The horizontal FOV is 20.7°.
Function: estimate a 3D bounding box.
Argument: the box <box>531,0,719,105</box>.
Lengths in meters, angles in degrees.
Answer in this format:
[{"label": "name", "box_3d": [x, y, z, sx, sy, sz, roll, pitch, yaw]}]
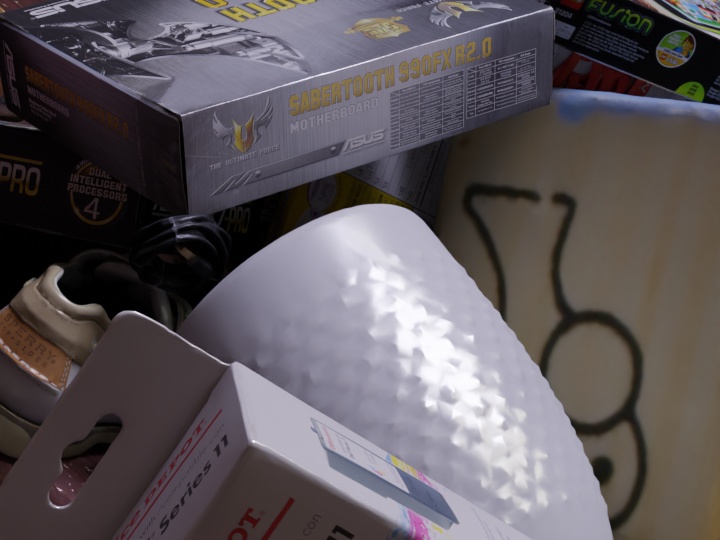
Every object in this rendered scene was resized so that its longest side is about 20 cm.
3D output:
[{"label": "box", "box_3d": [0.147, -0.125, 0.969, 0.198, 0.035, 0.110, 17, 28, -31]}]

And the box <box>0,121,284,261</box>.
[{"label": "box", "box_3d": [-0.127, -0.040, 0.967, 0.160, 0.050, 0.200, 10, 2, 23]}]

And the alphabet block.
[{"label": "alphabet block", "box_3d": [0.153, 0.030, 0.960, 0.194, 0.202, 0.195, 11, 0, 40]}]

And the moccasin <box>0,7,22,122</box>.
[{"label": "moccasin", "box_3d": [-0.238, -0.134, 1.056, 0.200, 0.074, 0.078, 22, -7, 27]}]

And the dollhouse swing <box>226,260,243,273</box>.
[{"label": "dollhouse swing", "box_3d": [0.036, 0.029, 1.147, 0.181, 0.177, 0.199, -32, 32, -32]}]

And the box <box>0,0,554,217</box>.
[{"label": "box", "box_3d": [-0.038, -0.094, 0.875, 0.199, 0.049, 0.158, -19, 31, -31]}]

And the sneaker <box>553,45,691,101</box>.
[{"label": "sneaker", "box_3d": [0.099, -0.111, 1.009, 0.200, 0.067, 0.108, 31, 26, -10]}]

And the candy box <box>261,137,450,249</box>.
[{"label": "candy box", "box_3d": [0.000, 0.000, 0.970, 0.102, 0.202, 0.026, 26, -15, -24]}]

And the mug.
[{"label": "mug", "box_3d": [0.021, 0.098, 0.834, 0.176, 0.147, 0.201, 51, -12, 27]}]

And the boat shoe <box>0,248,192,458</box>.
[{"label": "boat shoe", "box_3d": [-0.105, 0.032, 0.855, 0.075, 0.069, 0.200, 38, 13, 7]}]

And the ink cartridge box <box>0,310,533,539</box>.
[{"label": "ink cartridge box", "box_3d": [-0.024, 0.114, 0.659, 0.199, 0.118, 0.067, 32, 12, -19]}]

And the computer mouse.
[{"label": "computer mouse", "box_3d": [-0.045, 0.015, 0.847, 0.200, 0.058, 0.034, 30, 49, -65]}]
